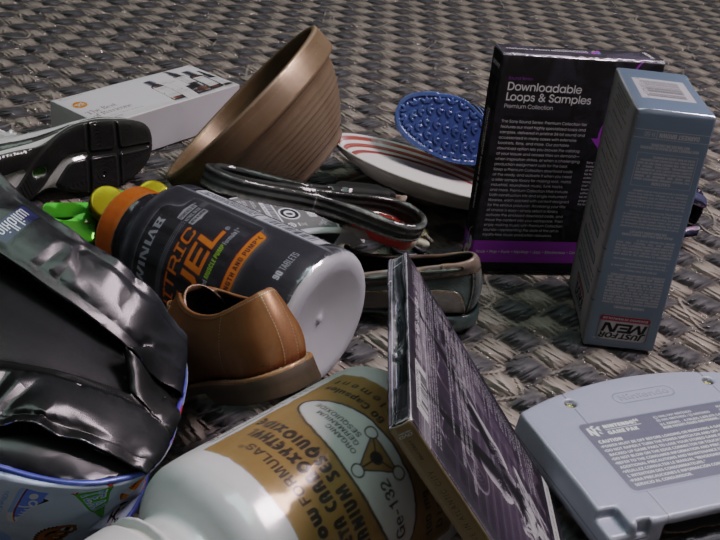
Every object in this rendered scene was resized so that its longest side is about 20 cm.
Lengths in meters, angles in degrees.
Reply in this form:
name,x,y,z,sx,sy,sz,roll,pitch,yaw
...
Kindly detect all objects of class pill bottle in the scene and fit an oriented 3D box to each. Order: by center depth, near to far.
name,x,y,z,sx,sy,sz,roll,pitch,yaw
pill bottle,-0.047,0.135,0.495,0.114,0.115,0.200,29,36,34
pill bottle,-0.104,0.002,0.728,0.199,0.107,0.106,23,33,28

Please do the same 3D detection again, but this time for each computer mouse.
name,x,y,z,sx,sy,sz,roll,pitch,yaw
computer mouse,-0.038,-0.034,0.874,0.199,0.044,0.110,-2,35,-27

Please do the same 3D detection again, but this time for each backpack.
name,x,y,z,sx,sy,sz,roll,pitch,yaw
backpack,-0.194,0.069,0.528,0.190,0.154,0.200,19,38,-8

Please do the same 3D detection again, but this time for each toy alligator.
name,x,y,z,sx,sy,sz,roll,pitch,yaw
toy alligator,-0.221,-0.034,0.824,0.199,0.059,0.055,-11,74,-29

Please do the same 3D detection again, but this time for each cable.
name,x,y,z,sx,sy,sz,roll,pitch,yaw
cable,-0.028,-0.043,0.783,0.199,0.051,0.097,2,26,-34

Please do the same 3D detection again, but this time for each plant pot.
name,x,y,z,sx,sy,sz,roll,pitch,yaw
plant pot,-0.083,-0.128,0.932,0.093,0.201,0.201,44,25,-16

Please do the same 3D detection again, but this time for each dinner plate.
name,x,y,z,sx,sy,sz,roll,pitch,yaw
dinner plate,0.064,-0.095,0.982,0.199,0.024,0.200,16,17,-5

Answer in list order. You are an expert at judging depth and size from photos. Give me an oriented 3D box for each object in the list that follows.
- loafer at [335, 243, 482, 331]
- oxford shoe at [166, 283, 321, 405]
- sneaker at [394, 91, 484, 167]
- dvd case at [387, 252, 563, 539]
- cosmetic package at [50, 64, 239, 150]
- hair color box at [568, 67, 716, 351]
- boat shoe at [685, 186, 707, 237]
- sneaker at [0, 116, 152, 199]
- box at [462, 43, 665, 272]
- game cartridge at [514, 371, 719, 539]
name,x,y,z,sx,sy,sz,roll,pitch,yaw
loafer,0.000,0.000,0.795,0.199,0.063,0.072,7,29,1
oxford shoe,-0.107,0.045,0.620,0.199,0.072,0.071,-12,8,41
sneaker,0.127,-0.140,1.057,0.199,0.070,0.078,16,2,-9
dvd case,0.066,0.105,0.517,0.016,0.200,0.149,-26,26,15
cosmetic package,-0.228,-0.173,1.065,0.082,0.051,0.200,23,33,28
hair color box,0.218,-0.048,0.786,0.060,0.201,0.099,7,29,1
boat shoe,0.248,-0.083,0.981,0.199,0.075,0.093,7,22,-1
sneaker,-0.305,-0.120,0.929,0.200,0.076,0.115,-21,41,-36
box,0.172,-0.093,0.856,0.142,0.201,0.036,1,29,-11
game cartridge,0.211,0.121,0.657,0.199,0.042,0.133,-5,27,-21
